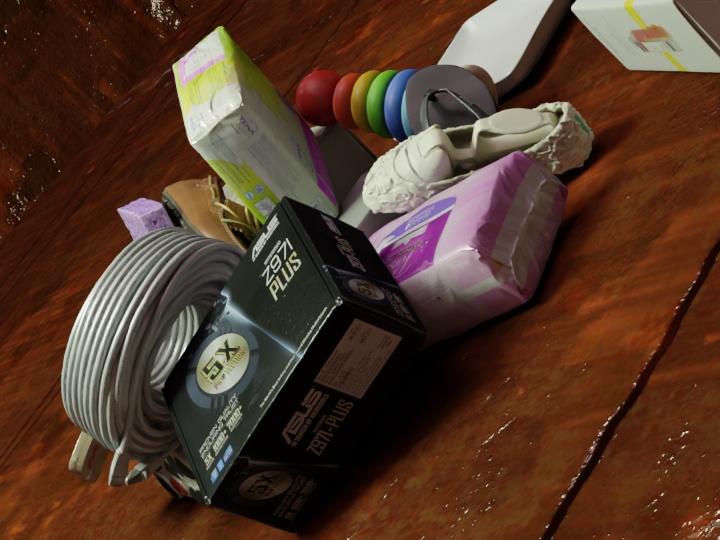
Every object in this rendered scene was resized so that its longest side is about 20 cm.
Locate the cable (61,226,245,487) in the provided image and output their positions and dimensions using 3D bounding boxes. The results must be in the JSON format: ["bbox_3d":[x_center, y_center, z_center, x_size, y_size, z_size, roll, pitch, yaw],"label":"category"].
[{"bbox_3d":[-0.168,0.061,1.552,0.200,0.069,0.200,-38,-38,-47],"label":"cable"}]

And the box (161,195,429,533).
[{"bbox_3d":[-0.056,0.072,1.433,0.200,0.086,0.164,-56,31,18],"label":"box"}]

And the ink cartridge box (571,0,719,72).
[{"bbox_3d":[0.278,-0.239,1.487,0.145,0.083,0.200,-48,17,-6],"label":"ink cartridge box"}]

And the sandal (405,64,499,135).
[{"bbox_3d":[0.089,-0.114,1.582,0.076,0.043,0.200,-30,48,8],"label":"sandal"}]

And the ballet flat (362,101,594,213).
[{"bbox_3d":[0.091,-0.102,1.519,0.200,0.072,0.072,-14,25,10],"label":"ballet flat"}]

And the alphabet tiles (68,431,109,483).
[{"bbox_3d":[-0.214,0.093,1.657,0.196,0.015,0.200,91,-161,-77],"label":"alphabet tiles"}]

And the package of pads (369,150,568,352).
[{"bbox_3d":[0.069,-0.005,1.471,0.200,0.076,0.121,-29,25,47],"label":"package of pads"}]

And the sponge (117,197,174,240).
[{"bbox_3d":[-0.166,0.025,1.770,0.030,0.200,0.112,-30,15,-14],"label":"sponge"}]

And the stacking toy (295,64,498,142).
[{"bbox_3d":[0.027,-0.157,1.731,0.200,0.085,0.085,9,52,35],"label":"stacking toy"}]

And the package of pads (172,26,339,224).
[{"bbox_3d":[-0.098,-0.126,1.683,0.068,0.155,0.200,-37,28,9],"label":"package of pads"}]

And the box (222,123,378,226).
[{"bbox_3d":[-0.063,-0.063,1.871,0.128,0.109,0.200,-51,18,-18],"label":"box"}]

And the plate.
[{"bbox_3d":[0.138,-0.221,1.879,0.200,0.032,0.200,-25,28,50],"label":"plate"}]

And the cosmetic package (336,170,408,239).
[{"bbox_3d":[0.000,0.000,1.616,0.200,0.090,0.107,-58,16,-26],"label":"cosmetic package"}]

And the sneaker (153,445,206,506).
[{"bbox_3d":[-0.147,0.159,1.665,0.083,0.081,0.200,-39,22,-20],"label":"sneaker"}]

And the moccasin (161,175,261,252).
[{"bbox_3d":[-0.120,-0.033,1.704,0.078,0.074,0.201,-25,27,-9],"label":"moccasin"}]
